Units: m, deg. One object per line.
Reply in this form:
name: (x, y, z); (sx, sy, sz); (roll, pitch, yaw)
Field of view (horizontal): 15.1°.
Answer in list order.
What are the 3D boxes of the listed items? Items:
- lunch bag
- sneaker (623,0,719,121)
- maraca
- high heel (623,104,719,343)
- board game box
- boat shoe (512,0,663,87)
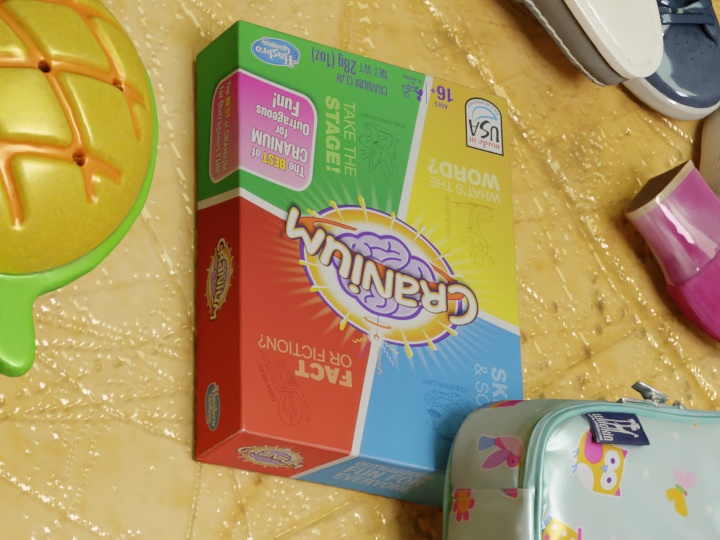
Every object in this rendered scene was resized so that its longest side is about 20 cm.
lunch bag: (0.115, 0.150, 1.188); (0.160, 0.077, 0.201); (6, 83, -34)
sneaker: (0.156, -0.179, 1.399); (0.075, 0.084, 0.201); (-5, 71, -36)
maraca: (-0.155, -0.043, 1.101); (0.137, 0.107, 0.201); (30, 54, -10)
high heel: (0.216, -0.044, 1.390); (0.096, 0.067, 0.200); (53, 47, -9)
board game box: (0.000, 0.000, 1.232); (0.152, 0.040, 0.201); (13, 61, -30)
boat shoe: (0.080, -0.176, 1.362); (0.072, 0.060, 0.202); (-29, 87, -52)
